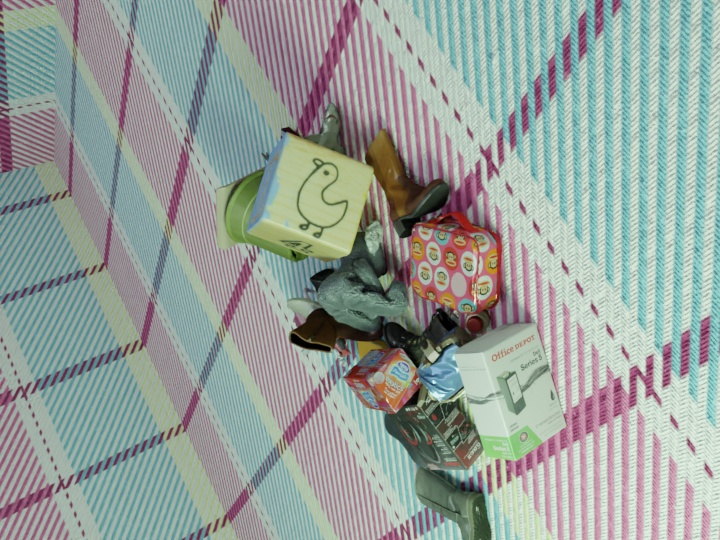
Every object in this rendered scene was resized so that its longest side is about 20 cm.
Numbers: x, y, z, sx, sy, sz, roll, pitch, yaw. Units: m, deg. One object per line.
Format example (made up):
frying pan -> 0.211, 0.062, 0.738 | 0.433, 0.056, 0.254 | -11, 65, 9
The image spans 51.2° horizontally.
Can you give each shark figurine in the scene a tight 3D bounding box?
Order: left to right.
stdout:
shark figurine -> -0.113, -0.276, 1.700 | 0.129, 0.212, 0.090 | 51, -163, -25

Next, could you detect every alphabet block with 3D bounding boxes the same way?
alphabet block -> -0.109, -0.146, 1.579 | 0.196, 0.196, 0.199 | 170, 118, -73

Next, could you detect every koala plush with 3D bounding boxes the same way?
koala plush -> 0.000, 0.000, 1.634 | 0.177, 0.181, 0.204 | -36, 41, 54

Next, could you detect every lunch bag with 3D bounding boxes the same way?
lunch bag -> 0.175, -0.024, 1.414 | 0.199, 0.081, 0.180 | 22, 120, 51

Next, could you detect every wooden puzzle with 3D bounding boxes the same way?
wooden puzzle -> -0.282, -0.161, 1.926 | 0.037, 0.198, 0.188 | 33, 134, 31

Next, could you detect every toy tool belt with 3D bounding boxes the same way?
toy tool belt -> 0.175, 0.170, 1.441 | 0.124, 0.123, 0.202 | 36, 119, 9

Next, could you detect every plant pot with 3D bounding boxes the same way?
plant pot -> -0.201, -0.119, 1.867 | 0.188, 0.199, 0.203 | 30, 133, 28

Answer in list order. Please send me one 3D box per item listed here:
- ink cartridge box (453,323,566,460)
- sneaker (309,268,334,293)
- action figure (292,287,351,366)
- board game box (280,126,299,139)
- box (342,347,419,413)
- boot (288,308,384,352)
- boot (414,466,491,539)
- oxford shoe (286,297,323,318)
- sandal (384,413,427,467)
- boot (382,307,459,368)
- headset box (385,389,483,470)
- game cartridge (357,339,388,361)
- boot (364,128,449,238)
ink cartridge box -> 0.269, 0.214, 1.349 | 0.083, 0.144, 0.204 | -11, 99, 57
sneaker -> -0.048, 0.055, 1.828 | 0.199, 0.075, 0.092 | 20, 134, 59
action figure -> -0.081, 0.157, 1.923 | 0.199, 0.133, 0.151 | 32, 102, 40
board game box -> -0.134, -0.248, 1.813 | 0.200, 0.032, 0.122 | 44, 136, 36
box -> 0.048, 0.238, 1.637 | 0.096, 0.099, 0.200 | 51, 161, -6
boot -> -0.048, 0.139, 1.690 | 0.185, 0.200, 0.070 | 19, 103, 7
boot -> 0.204, 0.556, 1.713 | 0.198, 0.072, 0.186 | 2, 96, 49
oxford shoe -> -0.095, 0.118, 1.843 | 0.196, 0.059, 0.075 | 19, 160, 10
sandal -> 0.122, 0.391, 1.782 | 0.200, 0.042, 0.078 | 38, 131, 54
boot -> 0.142, 0.139, 1.586 | 0.200, 0.069, 0.176 | 45, 139, 21
headset box -> 0.163, 0.344, 1.609 | 0.201, 0.075, 0.148 | 53, 150, -8
game cartridge -> 0.069, 0.256, 1.791 | 0.198, 0.032, 0.180 | 19, 123, 49
boot -> 0.089, -0.194, 1.495 | 0.203, 0.067, 0.189 | 68, 157, 16
